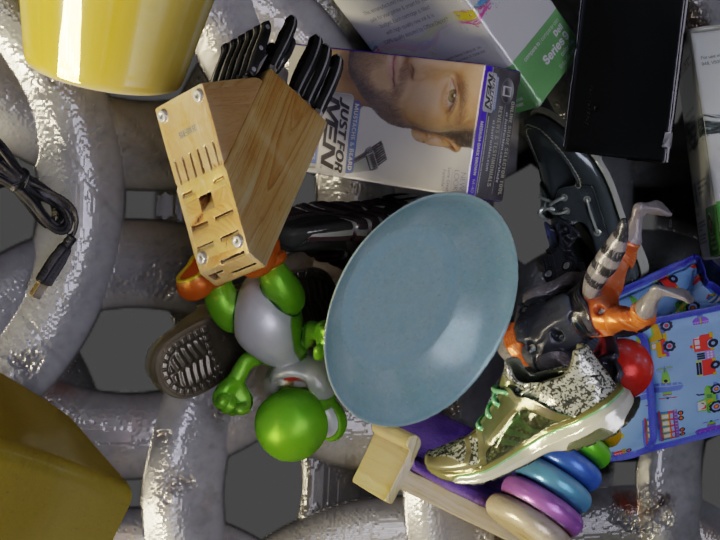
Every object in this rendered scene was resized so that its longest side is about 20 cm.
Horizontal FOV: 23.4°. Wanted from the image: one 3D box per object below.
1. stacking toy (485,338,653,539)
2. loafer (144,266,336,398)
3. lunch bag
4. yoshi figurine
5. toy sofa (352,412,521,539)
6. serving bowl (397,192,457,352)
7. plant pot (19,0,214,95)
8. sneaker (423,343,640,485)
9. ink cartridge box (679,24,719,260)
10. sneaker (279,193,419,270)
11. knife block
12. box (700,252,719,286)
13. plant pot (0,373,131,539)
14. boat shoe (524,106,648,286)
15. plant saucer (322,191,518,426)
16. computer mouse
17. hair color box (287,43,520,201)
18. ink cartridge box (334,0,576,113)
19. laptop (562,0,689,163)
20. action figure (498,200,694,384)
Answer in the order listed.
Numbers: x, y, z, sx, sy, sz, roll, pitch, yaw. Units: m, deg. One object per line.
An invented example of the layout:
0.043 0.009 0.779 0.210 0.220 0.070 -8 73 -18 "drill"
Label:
0.196 0.150 1.533 0.085 0.085 0.200 38 78 -22 "stacking toy"
-0.106 0.048 1.494 0.200 0.068 0.076 -23 107 -35 "loafer"
0.248 0.095 1.624 0.199 0.094 0.151 -18 124 -8 "lunch bag"
-0.070 0.075 1.418 0.112 0.112 0.200 -37 116 -21 "yoshi figurine"
0.103 0.193 1.586 0.200 0.083 0.098 28 87 -23 "toy sofa"
0.064 0.037 1.506 0.200 0.066 0.201 -33 136 -40 "serving bowl"
-0.189 -0.246 1.365 0.200 0.201 0.190 4 111 -23 "plant pot"
0.134 0.115 1.469 0.199 0.077 0.089 -24 98 26 "sneaker"
0.342 -0.116 1.572 0.083 0.147 0.201 -8 88 5 "ink cartridge box"
0.000 0.000 1.503 0.200 0.076 0.116 -8 109 -44 "sneaker"
-0.070 -0.101 1.392 0.175 0.064 0.201 -11 83 -45 "knife block"
0.389 -0.061 1.682 0.070 0.064 0.201 16 90 -23 "box"
-0.301 0.184 1.355 0.176 0.200 0.201 18 103 -41 "plant pot"
0.198 -0.058 1.601 0.062 0.073 0.200 -39 114 -16 "boat shoe"
0.041 0.027 1.399 0.200 0.039 0.202 -19 122 -33 "plant saucer"
-0.322 -0.005 1.413 0.140 0.046 0.200 37 81 -32 "computer mouse"
0.029 -0.125 1.453 0.065 0.199 0.110 2 97 -56 "hair color box"
0.071 -0.227 1.479 0.200 0.145 0.088 49 59 -19 "ink cartridge box"
0.224 -0.195 1.543 0.115 0.200 0.188 6 94 -7 "laptop"
0.185 0.012 1.498 0.104 0.201 0.193 20 131 -39 "action figure"
